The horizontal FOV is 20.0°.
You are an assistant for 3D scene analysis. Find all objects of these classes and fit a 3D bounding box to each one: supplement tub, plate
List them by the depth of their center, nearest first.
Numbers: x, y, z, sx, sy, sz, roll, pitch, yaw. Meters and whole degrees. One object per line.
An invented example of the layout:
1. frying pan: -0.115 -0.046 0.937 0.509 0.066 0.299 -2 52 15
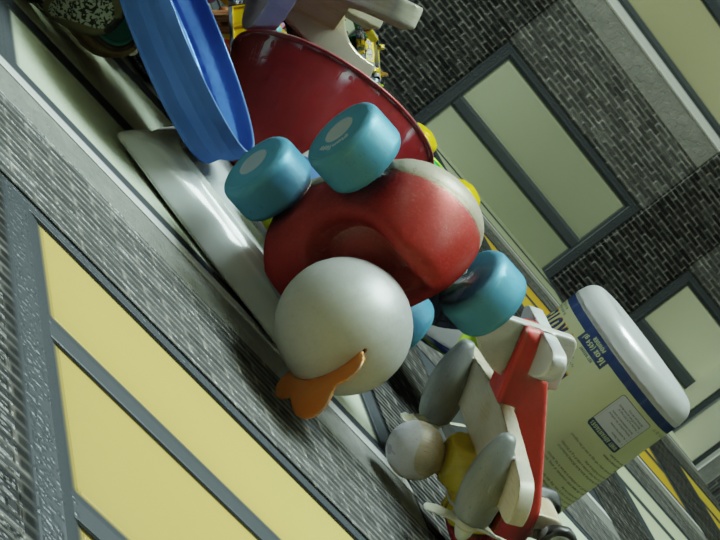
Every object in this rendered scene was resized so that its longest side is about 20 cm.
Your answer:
1. plate: -0.098 -0.038 1.582 0.200 0.032 0.200 52 8 0
2. supplement tub: 0.166 0.124 1.760 0.145 0.200 0.145 51 8 -10

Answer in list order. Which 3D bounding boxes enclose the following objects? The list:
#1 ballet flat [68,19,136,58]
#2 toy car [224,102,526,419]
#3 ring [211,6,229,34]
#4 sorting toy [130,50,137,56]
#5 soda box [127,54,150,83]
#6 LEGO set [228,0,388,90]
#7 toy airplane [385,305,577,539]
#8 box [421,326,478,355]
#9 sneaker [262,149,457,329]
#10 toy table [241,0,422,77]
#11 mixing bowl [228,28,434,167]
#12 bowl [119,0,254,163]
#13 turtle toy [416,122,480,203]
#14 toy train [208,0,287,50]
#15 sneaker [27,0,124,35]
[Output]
1. ballet flat: -0.248 -0.244 1.590 0.200 0.069 0.063 53 -20 -9
2. toy car: -0.016 0.024 1.419 0.184 0.177 0.200 48 49 -24
3. ring: -0.136 -0.280 1.880 0.200 0.200 0.019 42 44 -52
4. sorting toy: -0.190 -0.313 1.699 0.199 0.200 0.070 47 -12 -8
5. soda box: -0.211 -0.256 1.780 0.200 0.063 0.071 53 8 8
6. LEGO set: -0.049 -0.190 1.898 0.200 0.153 0.116 88 -1 -64
7. toy airplane: 0.089 0.121 1.515 0.200 0.141 0.200 102 -15 -67
8. box: 0.061 0.038 1.852 0.200 0.048 0.122 32 -4 31
9. sneaker: 0.021 -0.029 1.568 0.200 0.074 0.082 33 53 2
10. toy table: -0.021 -0.235 1.717 0.117 0.184 0.200 25 13 -13
11. mixing bowl: -0.050 -0.096 1.703 0.200 0.108 0.200 29 -18 10
12. bowl: -0.136 -0.173 1.534 0.201 0.039 0.201 -22 90 -85
13. turtle toy: 0.013 -0.085 2.033 0.200 0.146 0.101 54 16 17
14. toy train: -0.142 -0.270 2.012 0.150 0.056 0.200 2 -40 42
15. sneaker: -0.257 -0.245 1.501 0.200 0.077 0.089 45 19 -6
